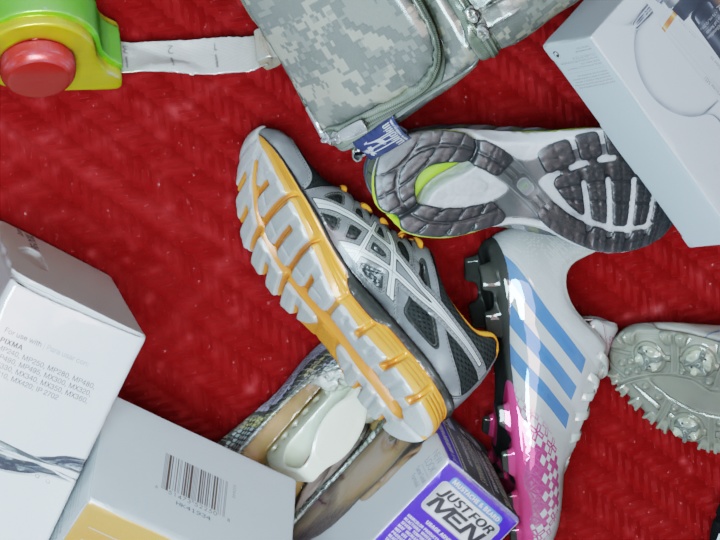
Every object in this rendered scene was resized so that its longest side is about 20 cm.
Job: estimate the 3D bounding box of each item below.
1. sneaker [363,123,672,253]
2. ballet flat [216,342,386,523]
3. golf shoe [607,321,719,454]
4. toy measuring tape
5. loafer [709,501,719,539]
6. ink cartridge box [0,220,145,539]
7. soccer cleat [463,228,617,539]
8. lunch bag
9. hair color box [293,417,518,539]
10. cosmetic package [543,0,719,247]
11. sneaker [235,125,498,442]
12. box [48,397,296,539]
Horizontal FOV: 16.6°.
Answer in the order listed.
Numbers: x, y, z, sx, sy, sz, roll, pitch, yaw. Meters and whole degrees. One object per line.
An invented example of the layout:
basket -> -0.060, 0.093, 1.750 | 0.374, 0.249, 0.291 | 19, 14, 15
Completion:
sneaker -> 0.092, -0.056, 1.421 | 0.198, 0.081, 0.074 | 6, 102, -19
ballet flat -> -0.051, 0.119, 1.434 | 0.072, 0.072, 0.201 | 41, 92, -18
golf shoe -> 0.249, 0.061, 1.494 | 0.198, 0.097, 0.079 | 14, 127, 8
toy measuring tape -> -0.139, -0.133, 1.351 | 0.198, 0.074, 0.074 | -2, 103, -10
loafer -> 0.249, 0.194, 1.526 | 0.070, 0.068, 0.202 | 14, 98, -34
ink cartridge box -> -0.203, 0.090, 1.352 | 0.084, 0.145, 0.201 | 24, 97, -18
soccer cleat -> 0.115, 0.071, 1.460 | 0.086, 0.070, 0.202 | -8, 104, -10
lunch bag -> 0.007, -0.182, 1.339 | 0.167, 0.139, 0.201 | -31, 100, 9
hair color box -> -0.006, 0.175, 1.425 | 0.065, 0.109, 0.200 | 42, 98, -19
cosmetic package -> 0.216, -0.136, 1.410 | 0.200, 0.052, 0.151 | -48, 112, -24
sneaker -> 0.000, 0.000, 1.402 | 0.077, 0.078, 0.201 | -32, 83, -27
box -> -0.137, 0.189, 1.377 | 0.124, 0.098, 0.200 | 26, 121, -15
